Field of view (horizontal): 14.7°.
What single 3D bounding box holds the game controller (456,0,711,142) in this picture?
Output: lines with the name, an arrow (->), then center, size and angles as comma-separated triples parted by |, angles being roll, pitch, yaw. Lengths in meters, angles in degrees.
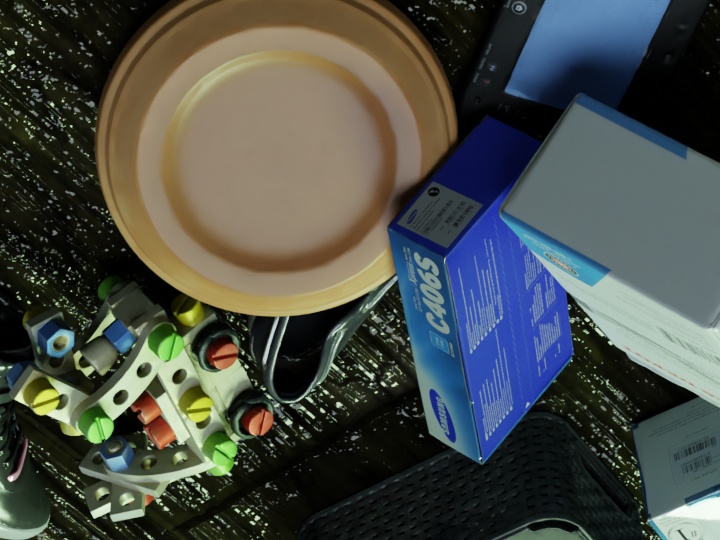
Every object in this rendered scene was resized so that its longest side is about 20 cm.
game controller -> 0.125, -0.133, 1.504 | 0.104, 0.042, 0.200 | 12, 130, -14

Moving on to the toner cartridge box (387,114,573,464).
toner cartridge box -> 0.070, 0.014, 1.577 | 0.043, 0.095, 0.200 | 30, 152, 28

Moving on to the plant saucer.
plant saucer -> -0.044, -0.064, 1.516 | 0.199, 0.037, 0.201 | -2, 113, -5

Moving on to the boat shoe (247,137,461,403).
boat shoe -> 0.000, 0.000, 1.603 | 0.072, 0.063, 0.200 | 23, 127, -22

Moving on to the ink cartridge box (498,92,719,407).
ink cartridge box -> 0.183, 0.004, 1.517 | 0.084, 0.145, 0.200 | -57, 148, -6

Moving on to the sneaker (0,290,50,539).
sneaker -> -0.218, 0.083, 1.659 | 0.099, 0.071, 0.200 | -20, 127, 21

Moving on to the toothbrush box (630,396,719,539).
toothbrush box -> 0.280, 0.155, 1.750 | 0.146, 0.085, 0.200 | -24, 131, 18

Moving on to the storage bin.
storage bin -> 0.072, 0.194, 1.767 | 0.200, 0.094, 0.135 | -27, 129, 21

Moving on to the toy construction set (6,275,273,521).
toy construction set -> -0.128, 0.081, 1.642 | 0.131, 0.092, 0.200 | -38, 150, -14
